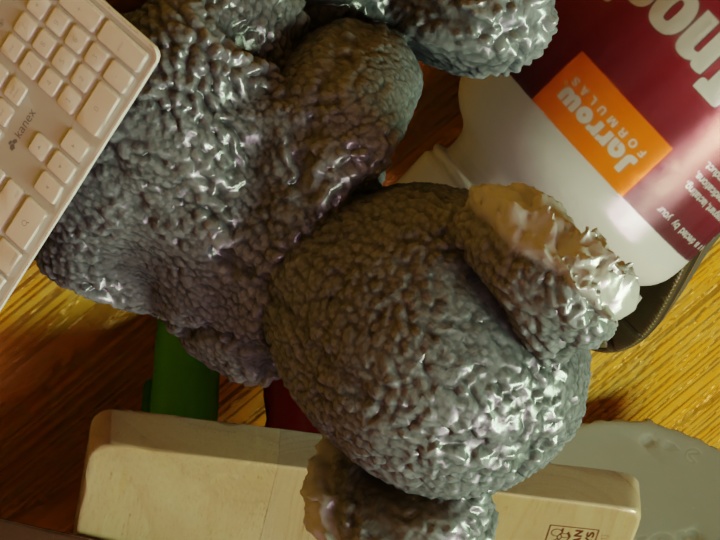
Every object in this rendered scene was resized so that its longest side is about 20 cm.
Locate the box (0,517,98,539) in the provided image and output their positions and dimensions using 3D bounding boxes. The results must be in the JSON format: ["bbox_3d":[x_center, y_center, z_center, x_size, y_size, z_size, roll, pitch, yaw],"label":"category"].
[{"bbox_3d":[-0.129,0.146,0.991,0.199,0.075,0.100,15,132,-12],"label":"box"}]

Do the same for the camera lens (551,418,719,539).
[{"bbox_3d":[0.115,0.189,1.332,0.159,0.160,0.200,-23,147,-26],"label":"camera lens"}]

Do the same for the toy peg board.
[{"bbox_3d":[-0.013,0.106,1.072,0.198,0.098,0.200,7,136,-7],"label":"toy peg board"}]

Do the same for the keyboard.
[{"bbox_3d":[-0.132,-0.010,0.896,0.200,0.056,0.011,-55,159,24],"label":"keyboard"}]

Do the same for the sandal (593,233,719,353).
[{"bbox_3d":[0.143,-0.050,1.135,0.055,0.082,0.200,-25,149,-56],"label":"sandal"}]

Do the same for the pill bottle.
[{"bbox_3d":[0.111,-0.069,1.032,0.200,0.113,0.113,-45,150,7],"label":"pill bottle"}]

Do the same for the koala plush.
[{"bbox_3d":[0.000,0.000,0.912,0.183,0.200,0.178,-3,134,-46],"label":"koala plush"}]
